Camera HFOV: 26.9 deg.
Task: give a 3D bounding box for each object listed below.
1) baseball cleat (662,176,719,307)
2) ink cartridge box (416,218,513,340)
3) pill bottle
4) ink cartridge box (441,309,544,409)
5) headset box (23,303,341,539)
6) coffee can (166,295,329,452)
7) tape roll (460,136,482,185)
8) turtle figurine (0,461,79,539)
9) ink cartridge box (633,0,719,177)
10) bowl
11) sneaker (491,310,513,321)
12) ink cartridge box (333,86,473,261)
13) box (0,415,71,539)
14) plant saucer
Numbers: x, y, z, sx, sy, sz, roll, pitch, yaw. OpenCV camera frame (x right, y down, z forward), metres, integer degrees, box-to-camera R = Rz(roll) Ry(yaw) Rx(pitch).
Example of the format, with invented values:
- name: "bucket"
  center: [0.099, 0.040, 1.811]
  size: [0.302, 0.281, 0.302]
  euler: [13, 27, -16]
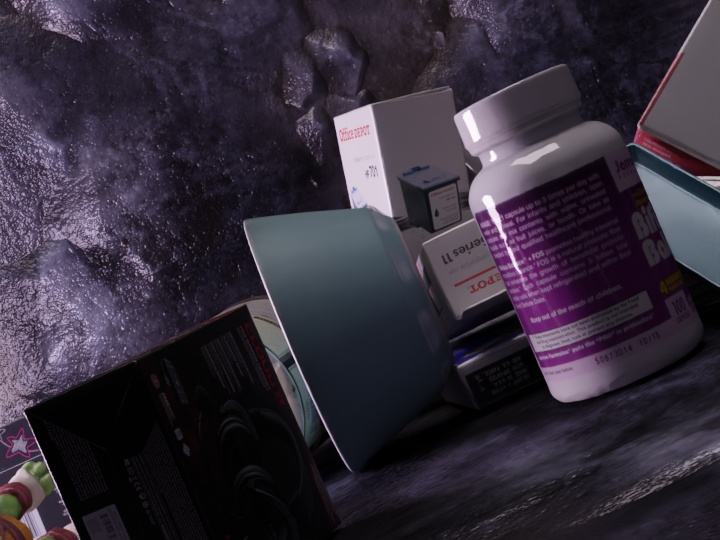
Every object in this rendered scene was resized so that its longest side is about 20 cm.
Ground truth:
- name: "baseball cleat"
  center: [0.210, -0.005, 1.089]
  size: [0.198, 0.070, 0.107]
  euler: [-16, 43, 3]
- name: "ink cartridge box"
  center: [0.108, -0.006, 1.185]
  size: [0.116, 0.068, 0.200]
  euler: [-25, -7, -5]
- name: "pill bottle"
  center: [0.137, -0.026, 0.984]
  size: [0.111, 0.202, 0.112]
  euler: [-24, 1, 1]
- name: "ink cartridge box"
  center: [0.153, 0.048, 1.202]
  size: [0.196, 0.044, 0.200]
  euler: [-25, 3, -6]
- name: "headset box"
  center: [-0.090, 0.112, 0.856]
  size: [0.077, 0.150, 0.200]
  euler: [-23, 1, 17]
- name: "coffee can"
  center: [-0.096, 0.105, 1.238]
  size: [0.145, 0.148, 0.200]
  euler: [-24, 1, 12]
- name: "tape roll"
  center: [0.124, -0.033, 1.481]
  size: [0.066, 0.202, 0.200]
  euler: [-24, 1, -27]
- name: "turtle figurine"
  center: [-0.257, 0.188, 1.204]
  size: [0.142, 0.203, 0.194]
  euler: [10, 0, 6]
- name: "ink cartridge box"
  center: [0.273, -0.099, 1.217]
  size: [0.146, 0.083, 0.201]
  euler: [-58, -15, -23]
- name: "bowl"
  center: [0.000, 0.035, 1.105]
  size: [0.104, 0.203, 0.201]
  euler: [-24, 1, 1]
- name: "sneaker"
  center: [0.203, 0.011, 1.367]
  size: [0.198, 0.080, 0.095]
  euler: [-24, -10, -7]
- name: "ink cartridge box"
  center: [0.047, -0.057, 1.393]
  size: [0.085, 0.203, 0.146]
  euler: [-13, 4, -13]
- name: "box"
  center: [-0.290, 0.198, 1.519]
  size: [0.198, 0.133, 0.115]
  euler: [-24, -2, -2]
- name: "plant saucer"
  center: [0.229, -0.030, 1.039]
  size: [0.070, 0.019, 0.200]
  euler: [-34, 39, -15]
